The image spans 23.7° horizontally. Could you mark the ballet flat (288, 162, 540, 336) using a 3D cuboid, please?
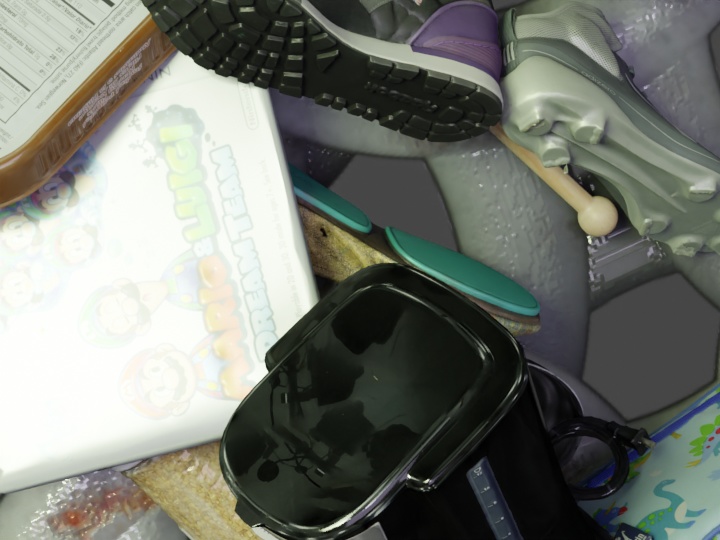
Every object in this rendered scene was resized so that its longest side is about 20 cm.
[{"bbox_3d":[0.000,0.000,0.910,0.199,0.071,0.071,27,92,-15],"label":"ballet flat"}]

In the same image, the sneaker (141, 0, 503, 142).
[{"bbox_3d":[-0.018,-0.135,0.836,0.199,0.076,0.088,20,60,-31],"label":"sneaker"}]

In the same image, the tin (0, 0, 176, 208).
[{"bbox_3d":[-0.159,-0.116,0.823,0.112,0.042,0.200,38,72,7],"label":"tin"}]

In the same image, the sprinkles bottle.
[{"bbox_3d":[-0.057,0.129,0.912,0.068,0.068,0.200,-45,107,-3],"label":"sprinkles bottle"}]

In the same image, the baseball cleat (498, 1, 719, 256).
[{"bbox_3d":[0.149,-0.082,0.929,0.199,0.069,0.107,30,47,-40],"label":"baseball cleat"}]

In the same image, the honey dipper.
[{"bbox_3d":[0.068,-0.085,0.928,0.200,0.038,0.038,40,88,-21],"label":"honey dipper"}]

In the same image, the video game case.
[{"bbox_3d":[-0.118,-0.008,0.848,0.180,0.024,0.202,-14,84,1],"label":"video game case"}]

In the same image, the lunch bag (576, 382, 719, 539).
[{"bbox_3d":[0.212,0.120,0.933,0.199,0.161,0.083,-32,104,-10],"label":"lunch bag"}]

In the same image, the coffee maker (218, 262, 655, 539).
[{"bbox_3d":[0.040,0.093,0.817,0.193,0.134,0.201,-63,148,-30],"label":"coffee maker"}]

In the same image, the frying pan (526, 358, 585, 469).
[{"bbox_3d":[0.030,0.075,0.923,0.188,0.031,0.115,15,129,-16],"label":"frying pan"}]
